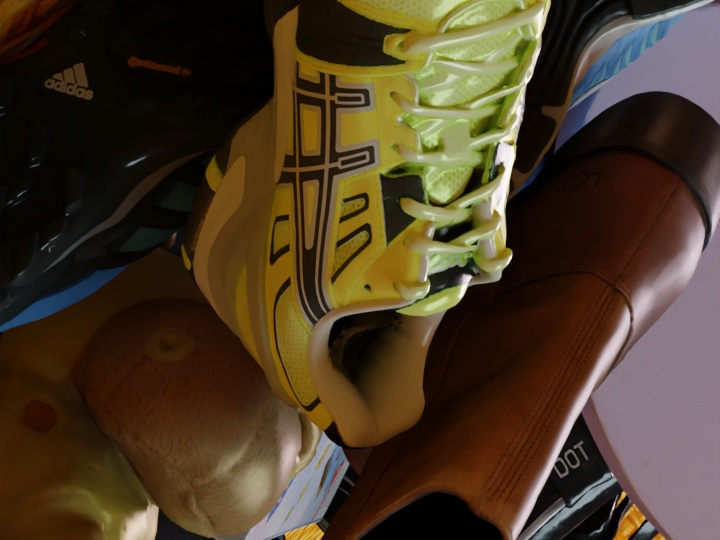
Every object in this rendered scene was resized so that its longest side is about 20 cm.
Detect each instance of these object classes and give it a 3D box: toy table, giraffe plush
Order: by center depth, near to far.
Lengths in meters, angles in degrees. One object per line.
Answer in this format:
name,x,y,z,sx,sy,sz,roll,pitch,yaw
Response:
giraffe plush,-0.083,0.063,0.848,0.162,0.200,0.173,-41,146,-16
toy table,0.112,0.003,0.978,0.183,0.201,0.117,-10,-167,-14

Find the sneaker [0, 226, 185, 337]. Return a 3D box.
sneaker,-0.085,0.029,0.965,0.200,0.079,0.075,-43,170,-2

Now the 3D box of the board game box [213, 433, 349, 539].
board game box,0.000,0.000,1.051,0.201,0.041,0.200,-63,173,1

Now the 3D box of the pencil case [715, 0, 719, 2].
pencil case,0.152,-0.129,1.052,0.200,0.078,0.090,10,105,-59

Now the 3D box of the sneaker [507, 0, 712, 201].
sneaker,0.057,-0.089,0.874,0.200,0.078,0.090,-41,-175,-10

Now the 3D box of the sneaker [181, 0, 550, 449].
sneaker,0.016,-0.037,0.697,0.075,0.077,0.200,-17,148,-27

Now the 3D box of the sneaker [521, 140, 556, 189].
sneaker,0.111,-0.080,1.115,0.105,0.075,0.201,68,43,-79

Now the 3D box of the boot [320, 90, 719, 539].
boot,0.021,0.059,0.825,0.188,0.068,0.200,-36,-166,42

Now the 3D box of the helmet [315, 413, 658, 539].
helmet,0.047,0.047,1.243,0.200,0.191,0.200,-31,156,-16

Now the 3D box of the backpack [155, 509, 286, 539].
backpack,-0.096,0.132,1.134,0.134,0.183,0.200,-34,-176,8

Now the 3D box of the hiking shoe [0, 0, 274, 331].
hiking shoe,-0.059,-0.045,0.789,0.199,0.075,0.087,-28,174,-17
